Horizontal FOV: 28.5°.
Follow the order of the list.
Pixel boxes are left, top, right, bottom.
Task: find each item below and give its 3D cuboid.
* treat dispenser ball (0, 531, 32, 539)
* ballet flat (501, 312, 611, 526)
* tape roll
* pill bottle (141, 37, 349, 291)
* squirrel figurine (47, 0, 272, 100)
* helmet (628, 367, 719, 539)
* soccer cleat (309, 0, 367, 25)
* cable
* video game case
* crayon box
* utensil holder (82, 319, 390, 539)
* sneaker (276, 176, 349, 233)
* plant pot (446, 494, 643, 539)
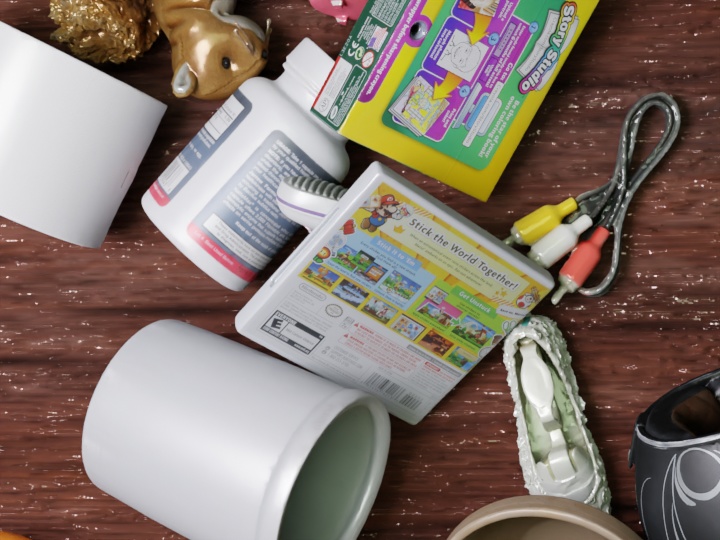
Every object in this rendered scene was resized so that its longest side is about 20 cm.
[{"bbox_3d":[-0.320,0.320,1.186,0.199,0.201,0.203,0,88,8],"label":"treat dispenser ball"},{"bbox_3d":[0.159,0.135,1.191,0.071,0.072,0.202,-18,87,7],"label":"ballet flat"},{"bbox_3d":[-0.284,-0.123,1.194,0.202,0.203,0.140,27,92,8],"label":"tape roll"},{"bbox_3d":[-0.079,-0.093,1.205,0.120,0.120,0.200,43,94,7],"label":"pill bottle"},{"bbox_3d":[-0.166,-0.236,1.227,0.198,0.142,0.188,-9,99,9],"label":"squirrel figurine"},{"bbox_3d":[0.319,0.182,1.105,0.199,0.200,0.192,-22,101,7],"label":"helmet"},{"bbox_3d":[0.054,-0.260,1.222,0.198,0.067,0.077,-6,77,6],"label":"soccer cleat"},{"bbox_3d":[0.212,-0.057,1.195,0.097,0.050,0.200,43,96,6],"label":"cable"},{"bbox_3d":[0.029,0.025,1.152,0.199,0.023,0.182,30,115,-30],"label":"video game case"},{"bbox_3d":[0.080,-0.178,1.151,0.058,0.172,0.201,42,106,49],"label":"crayon box"},{"bbox_3d":[-0.101,0.146,1.158,0.199,0.170,0.171,21,91,27],"label":"utensil holder"},{"bbox_3d":[0.000,0.000,1.172,0.200,0.073,0.115,23,100,-32],"label":"sneaker"},{"bbox_3d":[0.161,0.260,1.156,0.199,0.093,0.202,7,114,16],"label":"plant pot"}]
